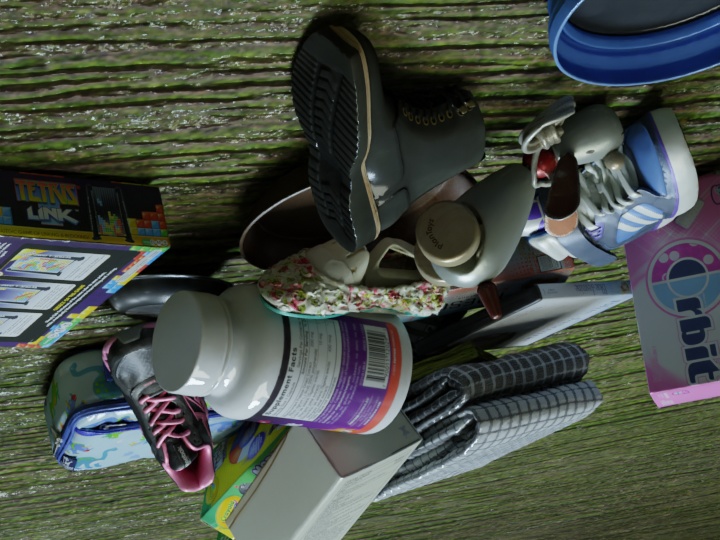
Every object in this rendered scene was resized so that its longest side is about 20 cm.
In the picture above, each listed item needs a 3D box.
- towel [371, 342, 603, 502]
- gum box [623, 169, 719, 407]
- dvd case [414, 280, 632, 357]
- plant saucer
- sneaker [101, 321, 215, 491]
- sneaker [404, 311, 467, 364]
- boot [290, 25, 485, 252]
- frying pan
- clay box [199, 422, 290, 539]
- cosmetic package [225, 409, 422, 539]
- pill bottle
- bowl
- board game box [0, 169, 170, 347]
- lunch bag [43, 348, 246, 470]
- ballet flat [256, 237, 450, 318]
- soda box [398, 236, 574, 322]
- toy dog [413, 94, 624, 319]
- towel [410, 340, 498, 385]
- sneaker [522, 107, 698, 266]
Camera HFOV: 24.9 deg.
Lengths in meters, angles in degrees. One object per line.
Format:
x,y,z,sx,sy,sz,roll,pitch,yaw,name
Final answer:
0.103,0.136,1.533,0.165,0.086,0.200,-11,164,-39,towel
0.304,0.012,1.475,0.113,0.201,0.066,-12,162,14,gum box
0.159,0.044,1.530,0.142,0.018,0.200,-28,165,33,dvd case
-0.004,-0.053,1.319,0.199,0.035,0.200,-12,159,-5,plant saucer
-0.169,0.126,1.444,0.079,0.096,0.200,-20,141,-1,sneaker
0.067,0.058,1.586,0.074,0.081,0.200,3,153,-40,sneaker
0.029,-0.118,1.151,0.138,0.078,0.200,-32,152,-19,boot
-0.127,0.024,1.400,0.189,0.031,0.115,4,166,-17,frying pan
-0.098,0.180,1.637,0.047,0.115,0.200,34,117,-17,clay box
-0.037,0.195,1.501,0.103,0.073,0.200,-20,155,-39,cosmetic package
-0.066,0.071,1.345,0.199,0.112,0.111,11,149,-34,pill bottle
0.221,-0.191,1.104,0.199,0.040,0.201,-13,160,-5,bowl
-0.266,-0.005,1.230,0.165,0.057,0.200,6,152,-39,board game box
-0.202,0.126,1.584,0.199,0.083,0.161,-6,155,-25,lunch bag
0.000,0.000,1.342,0.199,0.076,0.064,1,124,-46,ballet flat
0.088,-0.002,1.472,0.199,0.064,0.068,-10,160,-12,soda box
0.131,-0.039,1.273,0.200,0.097,0.132,-40,169,18,toy dog
0.091,0.097,1.575,0.086,0.018,0.200,-20,168,12,towel
0.195,-0.060,1.366,0.146,0.081,0.200,-18,165,-3,sneaker
